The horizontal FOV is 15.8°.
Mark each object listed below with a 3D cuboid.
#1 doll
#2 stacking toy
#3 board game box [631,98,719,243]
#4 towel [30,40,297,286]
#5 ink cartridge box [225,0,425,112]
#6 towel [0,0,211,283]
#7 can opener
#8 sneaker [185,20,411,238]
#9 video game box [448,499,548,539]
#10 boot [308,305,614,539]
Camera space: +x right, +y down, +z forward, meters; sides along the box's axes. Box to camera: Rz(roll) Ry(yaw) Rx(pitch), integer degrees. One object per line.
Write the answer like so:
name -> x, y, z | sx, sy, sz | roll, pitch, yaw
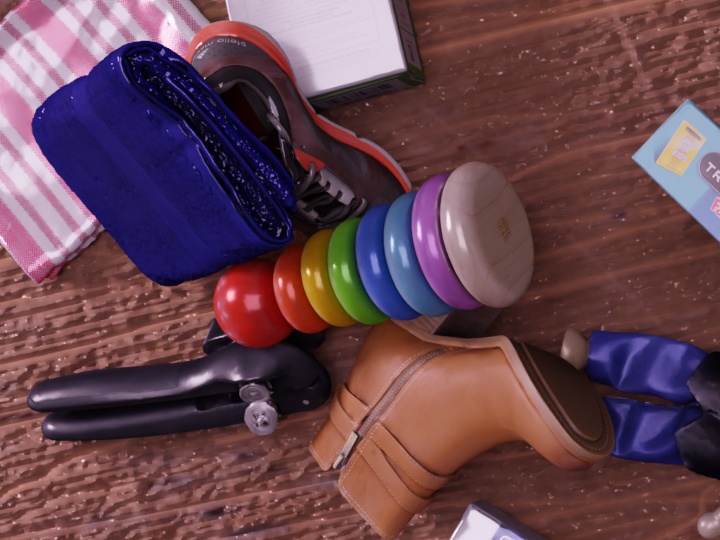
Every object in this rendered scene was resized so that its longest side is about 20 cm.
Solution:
doll -> 0.215, 0.092, 1.543 | 0.199, 0.048, 0.137 | 10, 90, 17
stacking toy -> 0.000, 0.000, 1.536 | 0.199, 0.085, 0.086 | -16, 83, 31
board game box -> 0.235, -0.020, 1.467 | 0.151, 0.200, 0.047 | 45, 97, 11
towel -> -0.117, -0.064, 1.551 | 0.050, 0.200, 0.148 | -43, 100, -23
ink cartridge box -> -0.035, -0.202, 1.614 | 0.103, 0.059, 0.201 | -14, 84, 13
towel -> -0.184, -0.110, 1.661 | 0.200, 0.030, 0.146 | -45, 79, 7
can opener -> -0.112, 0.077, 1.626 | 0.199, 0.079, 0.064 | -15, 122, 15
sneaker -> -0.038, -0.057, 1.560 | 0.077, 0.082, 0.200 | -36, 114, 22
video game box -> 0.106, 0.267, 1.563 | 0.199, 0.047, 0.183 | 31, 97, 14
boot -> 0.057, 0.100, 1.544 | 0.155, 0.074, 0.200 | -55, 40, 12
